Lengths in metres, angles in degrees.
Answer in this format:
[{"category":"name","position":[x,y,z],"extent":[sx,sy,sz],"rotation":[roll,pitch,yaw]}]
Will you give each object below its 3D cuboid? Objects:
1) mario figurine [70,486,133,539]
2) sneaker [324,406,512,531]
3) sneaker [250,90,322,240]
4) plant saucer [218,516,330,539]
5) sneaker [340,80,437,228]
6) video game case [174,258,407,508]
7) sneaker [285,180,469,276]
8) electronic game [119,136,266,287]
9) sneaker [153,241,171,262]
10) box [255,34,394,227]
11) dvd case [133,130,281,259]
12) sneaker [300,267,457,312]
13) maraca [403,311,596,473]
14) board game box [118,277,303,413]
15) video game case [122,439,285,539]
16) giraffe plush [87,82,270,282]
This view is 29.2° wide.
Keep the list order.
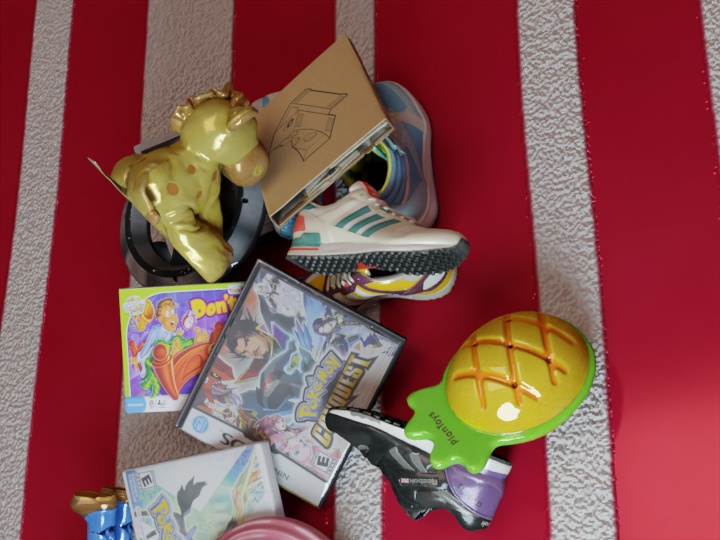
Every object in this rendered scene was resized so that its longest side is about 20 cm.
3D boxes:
[{"category":"mario figurine","position":[-0.294,0.339,1.499],"extent":[0.106,0.122,0.203],"rotation":[-2,85,61]},{"category":"sneaker","position":[0.044,0.197,1.368],"extent":[0.198,0.076,0.089],"rotation":[18,88,23]},{"category":"sneaker","position":[-0.091,-0.119,1.595],"extent":[0.080,0.077,0.202],"rotation":[-10,55,13]},{"category":"plant saucer","position":[-0.090,0.350,1.376],"extent":[0.198,0.051,0.203],"rotation":[-1,89,27]},{"category":"sneaker","position":[0.022,-0.145,1.508],"extent":[0.079,0.130,0.202],"rotation":[-26,58,21]},{"category":"video game case","position":[-0.074,0.118,1.453],"extent":[0.179,0.025,0.202],"rotation":[28,94,8]},{"category":"sneaker","position":[0.017,-0.048,1.397],"extent":[0.198,0.070,0.095],"rotation":[-2,71,28]},{"category":"electronic game","position":[-0.192,-0.065,1.575],"extent":[0.198,0.042,0.202],"rotation":[-10,67,25]},{"category":"sneaker","position":[-0.215,0.042,1.598],"extent":[0.078,0.090,0.201],"rotation":[-35,55,16]},{"category":"box","position":[-0.051,-0.153,1.487],"extent":[0.163,0.021,0.201],"rotation":[-39,35,13]},{"category":"dvd case","position":[-0.176,-0.099,1.647],"extent":[0.149,0.025,0.201],"rotation":[-23,58,-2]},{"category":"sneaker","position":[0.000,0.000,1.484],"extent":[0.198,0.090,0.076],"rotation":[-14,63,26]},{"category":"maraca","position":[0.134,0.115,1.326],"extent":[0.199,0.108,0.137],"rotation":[-34,46,-13]},{"category":"board game box","position":[-0.158,0.081,1.501],"extent":[0.197,0.045,0.136],"rotation":[-4,91,7]},{"category":"video game case","position":[-0.154,0.293,1.449],"extent":[0.181,0.022,0.203],"rotation":[-14,86,26]},{"category":"giraffe plush","position":[-0.168,-0.112,1.446],"extent":[0.162,0.200,0.172],"rotation":[-44,54,-4]}]
